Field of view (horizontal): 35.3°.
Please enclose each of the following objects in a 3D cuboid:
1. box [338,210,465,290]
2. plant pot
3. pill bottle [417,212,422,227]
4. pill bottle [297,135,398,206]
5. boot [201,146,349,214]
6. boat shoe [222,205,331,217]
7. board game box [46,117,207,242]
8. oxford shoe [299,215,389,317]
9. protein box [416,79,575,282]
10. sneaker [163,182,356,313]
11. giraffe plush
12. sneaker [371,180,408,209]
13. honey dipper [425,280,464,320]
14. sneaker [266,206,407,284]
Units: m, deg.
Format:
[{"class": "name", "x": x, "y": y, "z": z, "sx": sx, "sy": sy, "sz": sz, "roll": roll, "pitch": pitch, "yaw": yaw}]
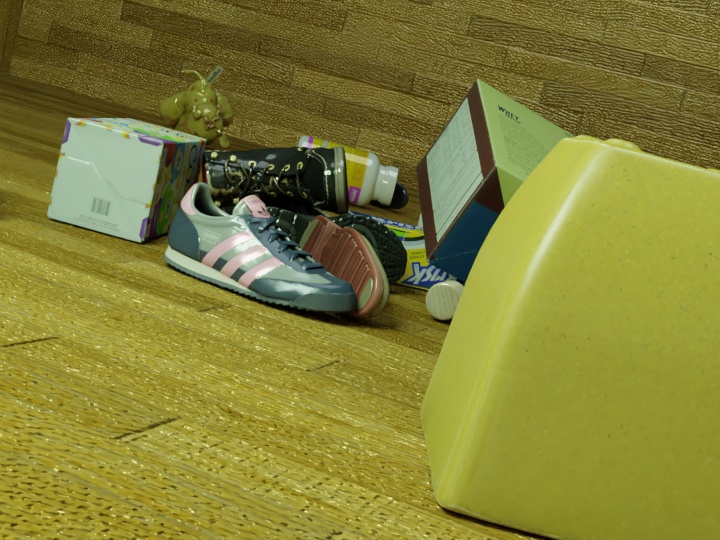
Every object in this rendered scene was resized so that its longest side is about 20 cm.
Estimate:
[{"class": "box", "x": 0.067, "y": -0.016, "z": 1.325, "sx": 0.197, "sy": 0.065, "sz": 0.070, "roll": 13, "pitch": 9, "yaw": -16}, {"class": "plant pot", "x": 0.155, "y": 0.034, "z": 0.650, "sx": 0.192, "sy": 0.203, "sz": 0.194, "roll": 15, "pitch": 8, "yaw": -2}, {"class": "pill bottle", "x": 0.183, "y": -0.039, "z": 1.518, "sx": 0.197, "sy": 0.113, "sz": 0.111, "roll": 18, "pitch": 9, "yaw": 27}, {"class": "pill bottle", "x": -0.031, "y": -0.184, "z": 2.156, "sx": 0.197, "sy": 0.106, "sz": 0.104, "roll": 14, "pitch": 8, "yaw": -3}, {"class": "boot", "x": -0.094, "y": -0.099, "z": 1.229, "sx": 0.148, "sy": 0.075, "sz": 0.200, "roll": -4, "pitch": 13, "yaw": -12}, {"class": "boat shoe", "x": -0.110, "y": -0.068, "z": 1.338, "sx": 0.067, "sy": 0.073, "sz": 0.199, "roll": 7, "pitch": 14, "yaw": -44}, {"class": "board game box", "x": -0.243, "y": -0.102, "z": 1.211, "sx": 0.103, "sy": 0.105, "sz": 0.200, "roll": 15, "pitch": 8, "yaw": 3}, {"class": "oxford shoe", "x": 0.000, "y": 0.000, "z": 1.082, "sx": 0.074, "sy": 0.071, "sz": 0.200, "roll": 25, "pitch": 11, "yaw": -23}, {"class": "protein box", "x": 0.181, "y": -0.072, "z": 1.258, "sx": 0.196, "sy": 0.136, "sz": 0.201, "roll": 26, "pitch": 30, "yaw": -18}, {"class": "sneaker", "x": -0.087, "y": -0.020, "z": 1.008, "sx": 0.197, "sy": 0.083, "sz": 0.070, "roll": 18, "pitch": 8, "yaw": 21}, {"class": "giraffe plush", "x": -0.359, "y": -0.346, "z": 2.584, "sx": 0.170, "sy": 0.201, "sz": 0.163, "roll": 14, "pitch": 36, "yaw": -25}, {"class": "sneaker", "x": 0.026, "y": -0.172, "z": 2.324, "sx": 0.198, "sy": 0.067, "sz": 0.078, "roll": 19, "pitch": 6, "yaw": 32}, {"class": "honey dipper", "x": 0.105, "y": 0.026, "z": 1.211, "sx": 0.037, "sy": 0.039, "sz": 0.200, "roll": 16, "pitch": 6, "yaw": 12}, {"class": "sneaker", "x": -0.045, "y": -0.031, "z": 1.215, "sx": 0.197, "sy": 0.077, "sz": 0.091, "roll": 14, "pitch": 1, "yaw": -17}]
